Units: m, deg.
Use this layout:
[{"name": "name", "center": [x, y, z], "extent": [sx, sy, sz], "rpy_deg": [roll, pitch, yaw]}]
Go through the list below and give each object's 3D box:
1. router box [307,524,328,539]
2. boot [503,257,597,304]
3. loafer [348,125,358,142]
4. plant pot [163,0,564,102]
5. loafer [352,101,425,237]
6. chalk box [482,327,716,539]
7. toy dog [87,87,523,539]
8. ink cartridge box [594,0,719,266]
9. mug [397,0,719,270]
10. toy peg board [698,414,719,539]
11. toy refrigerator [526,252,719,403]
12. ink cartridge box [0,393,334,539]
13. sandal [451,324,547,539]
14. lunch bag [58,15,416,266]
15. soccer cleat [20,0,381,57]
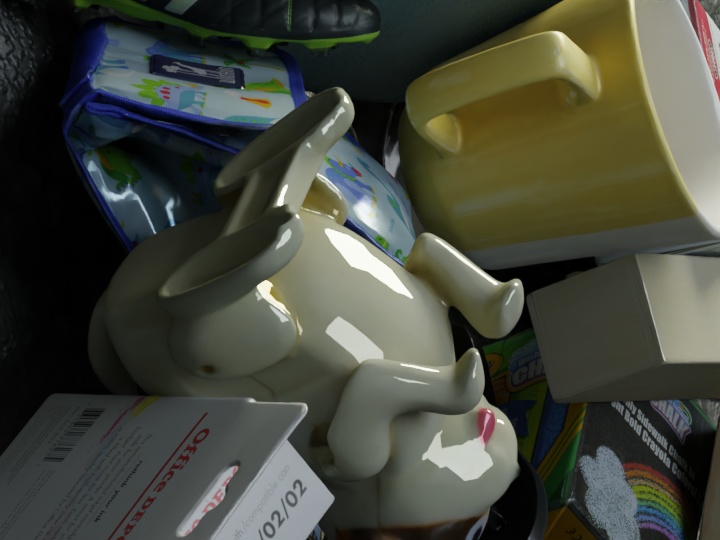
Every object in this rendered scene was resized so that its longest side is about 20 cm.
[{"name": "router box", "center": [-0.056, 0.170, 1.352], "extent": [0.149, 0.051, 0.201], "rpy_deg": [53, 36, -26]}, {"name": "boot", "center": [0.152, -0.028, 1.727], "extent": [0.200, 0.076, 0.169], "rpy_deg": [-49, 118, -46]}, {"name": "loafer", "center": [0.000, 0.000, 1.500], "extent": [0.070, 0.070, 0.201], "rpy_deg": [1, 72, -47]}, {"name": "plant pot", "center": [0.031, -0.204, 1.495], "extent": [0.199, 0.196, 0.197], "rpy_deg": [23, 54, -28]}, {"name": "loafer", "center": [0.030, -0.091, 1.589], "extent": [0.073, 0.072, 0.201], "rpy_deg": [28, 53, -47]}, {"name": "chalk box", "center": [0.121, 0.112, 1.574], "extent": [0.125, 0.123, 0.201], "rpy_deg": [49, 38, -28]}, {"name": "toy dog", "center": [-0.014, 0.057, 1.222], "extent": [0.200, 0.193, 0.140], "rpy_deg": [47, 24, -18]}, {"name": "ink cartridge box", "center": [0.185, -0.069, 1.593], "extent": [0.200, 0.082, 0.147], "rpy_deg": [18, 62, -74]}, {"name": "mug", "center": [0.097, -0.082, 1.432], "extent": [0.187, 0.152, 0.150], "rpy_deg": [56, 27, -37]}, {"name": "toy peg board", "center": [0.246, 0.204, 1.605], "extent": [0.199, 0.097, 0.201], "rpy_deg": [53, 48, -76]}, {"name": "toy refrigerator", "center": [0.182, 0.030, 1.527], "extent": [0.199, 0.076, 0.070], "rpy_deg": [1, 71, -54]}, {"name": "ink cartridge box", "center": [-0.094, 0.117, 1.170], "extent": [0.068, 0.199, 0.115], "rpy_deg": [51, 60, -26]}, {"name": "sandal", "center": [0.050, 0.098, 1.491], "extent": [0.045, 0.075, 0.200], "rpy_deg": [39, 20, -35]}, {"name": "lunch bag", "center": [-0.066, -0.041, 1.343], "extent": [0.200, 0.128, 0.170], "rpy_deg": [39, 11, -15]}, {"name": "soccer cleat", "center": [-0.084, -0.159, 1.364], "extent": [0.068, 0.199, 0.082], "rpy_deg": [-59, 162, -76]}]
